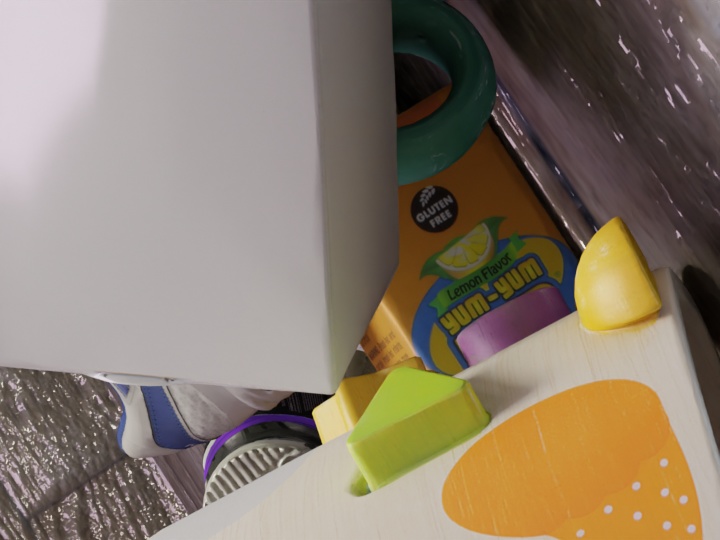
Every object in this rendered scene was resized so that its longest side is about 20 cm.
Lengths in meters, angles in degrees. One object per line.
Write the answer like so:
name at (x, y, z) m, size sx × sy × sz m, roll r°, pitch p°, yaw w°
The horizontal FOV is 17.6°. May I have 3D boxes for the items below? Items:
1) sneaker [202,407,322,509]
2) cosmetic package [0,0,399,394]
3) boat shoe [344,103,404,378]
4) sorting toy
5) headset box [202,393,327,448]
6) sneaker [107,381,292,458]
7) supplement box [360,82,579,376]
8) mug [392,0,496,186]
sneaker at (0.023, 0.108, 0.965) m, size 0.200 × 0.070 × 0.100 m, roll 30°, pitch -171°, yaw -17°
cosmetic package at (-0.052, -0.075, 0.578) m, size 0.081 × 0.112 × 0.201 m, roll -64°, pitch -24°, yaw -58°
boat shoe at (0.000, 0.000, 0.869) m, size 0.071 × 0.069 × 0.200 m, roll 50°, pitch 166°, yaw 40°
sorting toy at (0.012, 0.070, 0.610) m, size 0.200 × 0.180 × 0.107 m, roll 32°, pitch -140°, yaw -75°
headset box at (-0.105, 0.004, 1.330) m, size 0.200 × 0.077 × 0.149 m, roll 54°, pitch 168°, yaw 23°
sneaker at (-0.105, -0.020, 0.759) m, size 0.200 × 0.088 × 0.075 m, roll 50°, pitch -155°, yaw -7°
supplement box at (0.054, 0.042, 0.756) m, size 0.200 × 0.066 × 0.069 m, roll 56°, pitch 169°, yaw 6°
mug at (-0.053, -0.109, 0.681) m, size 0.185 × 0.114 × 0.152 m, roll 45°, pitch 164°, yaw 50°
